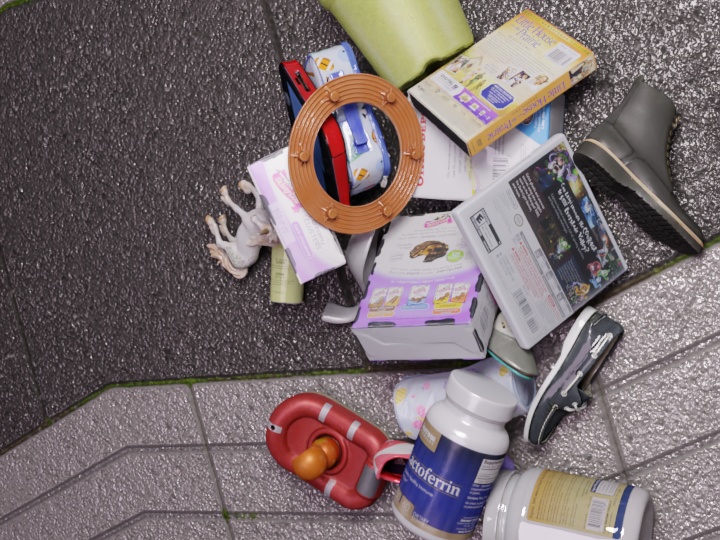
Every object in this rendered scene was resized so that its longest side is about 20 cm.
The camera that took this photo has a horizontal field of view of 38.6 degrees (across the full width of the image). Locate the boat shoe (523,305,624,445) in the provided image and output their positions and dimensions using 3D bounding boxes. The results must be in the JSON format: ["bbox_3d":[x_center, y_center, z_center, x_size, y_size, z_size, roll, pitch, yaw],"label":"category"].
[{"bbox_3d":[0.278,0.149,1.347,0.060,0.075,0.203,30,109,27],"label":"boat shoe"}]

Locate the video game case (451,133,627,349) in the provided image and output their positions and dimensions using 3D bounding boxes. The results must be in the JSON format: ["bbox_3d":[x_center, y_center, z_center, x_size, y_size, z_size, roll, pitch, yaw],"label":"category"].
[{"bbox_3d":[0.227,-0.036,1.284,0.180,0.023,0.202,-35,106,-16],"label":"video game case"}]

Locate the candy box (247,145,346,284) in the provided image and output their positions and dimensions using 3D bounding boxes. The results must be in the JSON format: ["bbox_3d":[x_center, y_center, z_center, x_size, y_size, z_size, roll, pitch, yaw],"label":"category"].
[{"bbox_3d":[-0.086,-0.082,1.412,0.070,0.200,0.170,-24,97,0],"label":"candy box"}]

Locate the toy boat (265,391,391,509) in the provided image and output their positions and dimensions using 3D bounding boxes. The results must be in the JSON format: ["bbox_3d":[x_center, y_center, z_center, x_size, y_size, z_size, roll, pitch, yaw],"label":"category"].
[{"bbox_3d":[-0.057,0.267,1.498,0.198,0.130,0.133,28,107,22],"label":"toy boat"}]

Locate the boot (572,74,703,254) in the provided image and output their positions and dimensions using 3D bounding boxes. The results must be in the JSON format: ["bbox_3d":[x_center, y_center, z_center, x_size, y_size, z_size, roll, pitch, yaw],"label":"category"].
[{"bbox_3d":[0.377,-0.130,1.273,0.199,0.077,0.139,41,79,-11],"label":"boot"}]

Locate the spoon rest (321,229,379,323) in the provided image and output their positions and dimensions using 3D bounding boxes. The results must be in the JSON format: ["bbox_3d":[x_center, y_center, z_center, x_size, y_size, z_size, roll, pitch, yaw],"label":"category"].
[{"bbox_3d":[0.000,0.000,1.460,0.060,0.100,0.202,22,131,0],"label":"spoon rest"}]

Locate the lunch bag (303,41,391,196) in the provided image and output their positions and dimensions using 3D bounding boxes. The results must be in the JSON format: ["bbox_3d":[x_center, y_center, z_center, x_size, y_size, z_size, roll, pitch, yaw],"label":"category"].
[{"bbox_3d":[-0.018,-0.202,1.415,0.074,0.160,0.204,-19,86,-11],"label":"lunch bag"}]

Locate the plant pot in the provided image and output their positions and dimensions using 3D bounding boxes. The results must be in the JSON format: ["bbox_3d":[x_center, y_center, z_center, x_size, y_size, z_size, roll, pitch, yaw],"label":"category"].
[{"bbox_3d":[0.054,-0.345,1.358,0.199,0.200,0.186,-31,92,26],"label":"plant pot"}]

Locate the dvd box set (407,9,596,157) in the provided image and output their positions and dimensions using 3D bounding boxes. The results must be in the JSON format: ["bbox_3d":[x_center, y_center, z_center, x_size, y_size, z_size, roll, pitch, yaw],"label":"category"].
[{"bbox_3d":[0.176,-0.240,1.296,0.198,0.030,0.147,-35,46,-7],"label":"dvd box set"}]

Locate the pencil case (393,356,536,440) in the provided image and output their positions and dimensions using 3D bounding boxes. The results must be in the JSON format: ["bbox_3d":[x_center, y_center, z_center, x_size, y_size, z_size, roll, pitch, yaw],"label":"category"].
[{"bbox_3d":[0.142,0.171,1.413,0.197,0.083,0.092,-20,100,28],"label":"pencil case"}]

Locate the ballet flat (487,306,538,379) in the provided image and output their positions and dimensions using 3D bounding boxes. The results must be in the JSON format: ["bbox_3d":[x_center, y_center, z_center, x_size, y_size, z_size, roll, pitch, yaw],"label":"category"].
[{"bbox_3d":[0.176,0.072,1.354,0.065,0.067,0.200,-64,33,10],"label":"ballet flat"}]

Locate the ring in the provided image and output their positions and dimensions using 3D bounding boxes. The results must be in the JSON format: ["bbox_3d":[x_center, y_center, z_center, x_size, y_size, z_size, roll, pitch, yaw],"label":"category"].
[{"bbox_3d":[-0.001,-0.147,1.310,0.019,0.197,0.205,19,107,60],"label":"ring"}]

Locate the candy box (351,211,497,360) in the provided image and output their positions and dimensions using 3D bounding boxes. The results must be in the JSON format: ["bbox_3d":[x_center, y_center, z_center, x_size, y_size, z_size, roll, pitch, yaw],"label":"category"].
[{"bbox_3d":[0.098,0.017,1.352,0.165,0.202,0.072,-4,136,28],"label":"candy box"}]

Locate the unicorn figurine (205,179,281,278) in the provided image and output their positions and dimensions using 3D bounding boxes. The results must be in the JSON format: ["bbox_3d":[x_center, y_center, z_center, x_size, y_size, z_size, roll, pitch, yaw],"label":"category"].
[{"bbox_3d":[-0.169,-0.061,1.537,0.138,0.073,0.201,53,151,21],"label":"unicorn figurine"}]

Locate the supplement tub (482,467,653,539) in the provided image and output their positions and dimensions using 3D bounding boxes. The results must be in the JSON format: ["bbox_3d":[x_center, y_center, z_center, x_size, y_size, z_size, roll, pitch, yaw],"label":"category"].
[{"bbox_3d":[0.269,0.337,1.333,0.196,0.144,0.148,7,98,26],"label":"supplement tub"}]

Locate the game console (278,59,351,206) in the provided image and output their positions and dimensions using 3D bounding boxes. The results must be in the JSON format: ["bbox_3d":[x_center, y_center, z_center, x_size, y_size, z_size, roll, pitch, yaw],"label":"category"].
[{"bbox_3d":[-0.063,-0.174,1.415,0.179,0.030,0.201,86,161,-47],"label":"game console"}]

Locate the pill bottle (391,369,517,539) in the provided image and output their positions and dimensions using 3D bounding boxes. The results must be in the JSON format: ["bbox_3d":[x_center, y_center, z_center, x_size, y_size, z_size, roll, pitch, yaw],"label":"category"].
[{"bbox_3d":[0.124,0.239,1.322,0.114,0.115,0.203,25,103,22],"label":"pill bottle"}]

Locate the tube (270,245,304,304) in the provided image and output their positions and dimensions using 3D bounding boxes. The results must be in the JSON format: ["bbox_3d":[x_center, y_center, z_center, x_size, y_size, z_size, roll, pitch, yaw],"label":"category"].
[{"bbox_3d":[-0.107,-0.054,1.540,0.057,0.052,0.205,3,93,-13],"label":"tube"}]

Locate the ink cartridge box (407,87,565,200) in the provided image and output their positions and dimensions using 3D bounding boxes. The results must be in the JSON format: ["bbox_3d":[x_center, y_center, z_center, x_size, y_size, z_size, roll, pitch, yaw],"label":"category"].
[{"bbox_3d":[0.164,-0.166,1.367,0.196,0.084,0.148,5,97,25],"label":"ink cartridge box"}]

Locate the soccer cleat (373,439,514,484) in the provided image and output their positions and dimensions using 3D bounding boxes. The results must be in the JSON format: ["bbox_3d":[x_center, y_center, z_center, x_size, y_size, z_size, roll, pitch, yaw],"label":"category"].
[{"bbox_3d":[0.114,0.276,1.420,0.195,0.077,0.068,6,107,7],"label":"soccer cleat"}]
